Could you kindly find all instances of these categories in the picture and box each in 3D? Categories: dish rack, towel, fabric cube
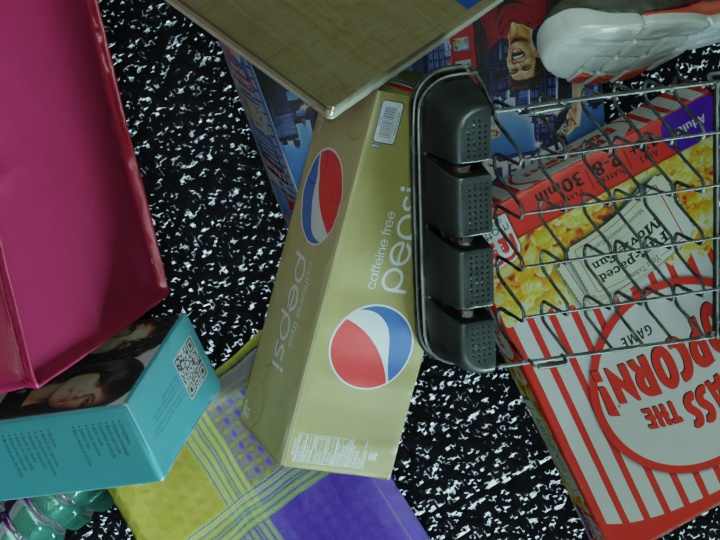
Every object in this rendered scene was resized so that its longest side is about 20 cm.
[{"bbox_3d":[0.127,-0.029,1.478,0.200,0.055,0.154,-8,112,-15],"label":"dish rack"},{"bbox_3d":[-0.039,0.137,1.571,0.144,0.023,0.200,-32,100,-23],"label":"towel"},{"bbox_3d":[-0.237,-0.043,1.484,0.199,0.196,0.200,-10,99,19],"label":"fabric cube"}]

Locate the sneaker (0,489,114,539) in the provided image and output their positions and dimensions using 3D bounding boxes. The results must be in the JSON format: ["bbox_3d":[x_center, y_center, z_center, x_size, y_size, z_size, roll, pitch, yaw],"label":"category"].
[{"bbox_3d":[-0.187,0.108,1.586,0.200,0.074,0.088,-40,76,-6],"label":"sneaker"}]

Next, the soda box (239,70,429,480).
[{"bbox_3d":[0.000,0.000,1.513,0.064,0.068,0.200,9,104,-24],"label":"soda box"}]

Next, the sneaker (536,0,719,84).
[{"bbox_3d":[0.155,-0.153,1.554,0.200,0.077,0.082,-17,80,-43],"label":"sneaker"}]

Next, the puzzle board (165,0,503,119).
[{"bbox_3d":[-0.036,-0.162,1.501,0.200,0.017,0.151,37,53,25],"label":"puzzle board"}]

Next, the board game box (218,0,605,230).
[{"bbox_3d":[0.026,-0.071,1.571,0.200,0.062,0.200,-11,112,-16],"label":"board game box"}]

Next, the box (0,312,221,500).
[{"bbox_3d":[-0.178,0.075,1.531,0.200,0.082,0.049,-9,119,28],"label":"box"}]

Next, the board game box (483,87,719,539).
[{"bbox_3d":[0.150,0.026,1.561,0.151,0.046,0.200,-29,104,-8],"label":"board game box"}]
